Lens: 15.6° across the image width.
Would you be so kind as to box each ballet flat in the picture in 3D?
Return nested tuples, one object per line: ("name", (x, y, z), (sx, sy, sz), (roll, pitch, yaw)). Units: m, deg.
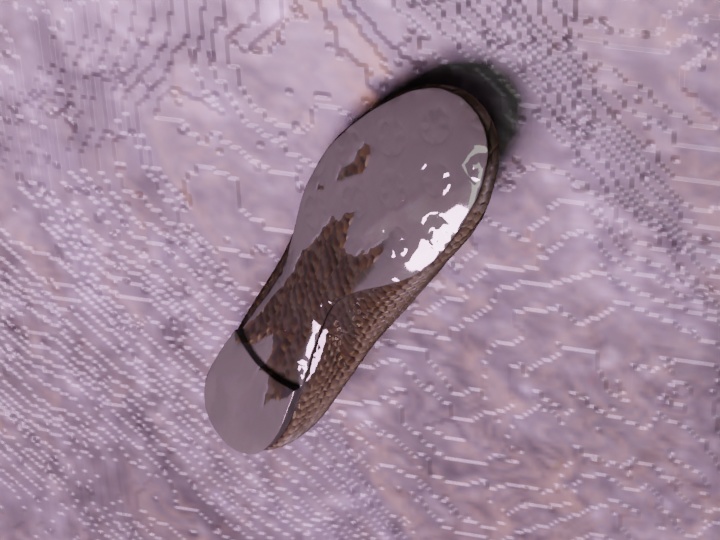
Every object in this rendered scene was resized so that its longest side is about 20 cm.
("ballet flat", (0.000, 0.000, 1.056), (0.067, 0.046, 0.200), (48, 127, 20))
